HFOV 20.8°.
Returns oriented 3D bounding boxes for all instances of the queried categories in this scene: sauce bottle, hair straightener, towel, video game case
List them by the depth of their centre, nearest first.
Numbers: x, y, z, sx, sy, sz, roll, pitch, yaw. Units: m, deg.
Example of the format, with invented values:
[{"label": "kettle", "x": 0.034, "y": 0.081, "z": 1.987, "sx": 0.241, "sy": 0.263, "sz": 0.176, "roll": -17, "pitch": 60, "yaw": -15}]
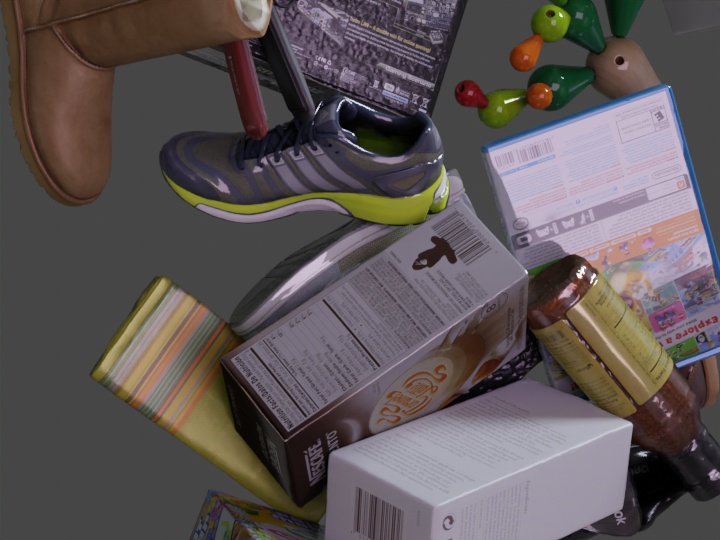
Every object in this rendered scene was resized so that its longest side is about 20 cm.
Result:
[{"label": "hair straightener", "x": -0.065, "y": -0.191, "z": 1.274, "sx": 0.077, "sy": 0.041, "sz": 0.201, "roll": -18, "pitch": 93, "yaw": -21}, {"label": "towel", "x": -0.088, "y": 0.094, "z": 1.369, "sx": 0.200, "sy": 0.018, "sz": 0.086, "roll": 38, "pitch": 81, "yaw": -18}, {"label": "sauce bottle", "x": 0.191, "y": 0.080, "z": 1.379, "sx": 0.066, "sy": 0.066, "sz": 0.200, "roll": -43, "pitch": 106, "yaw": -16}, {"label": "video game case", "x": 0.180, "y": -0.016, "z": 1.402, "sx": 0.143, "sy": 0.018, "sz": 0.201, "roll": -19, "pitch": 103, "yaw": -7}]

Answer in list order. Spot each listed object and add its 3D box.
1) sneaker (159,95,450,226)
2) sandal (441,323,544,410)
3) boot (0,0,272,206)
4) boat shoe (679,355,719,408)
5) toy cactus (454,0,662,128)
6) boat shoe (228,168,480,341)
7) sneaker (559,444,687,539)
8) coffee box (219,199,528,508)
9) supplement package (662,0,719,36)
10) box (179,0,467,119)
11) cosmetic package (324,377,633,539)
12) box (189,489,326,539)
[{"label": "sneaker", "x": -0.037, "y": -0.083, "z": 1.327, "sx": 0.199, "sy": 0.081, "sz": 0.074, "roll": 0, "pitch": 48, "yaw": -3}, {"label": "sandal", "x": 0.102, "y": 0.048, "z": 1.431, "sx": 0.075, "sy": 0.048, "sz": 0.200, "roll": 44, "pitch": 88, "yaw": -17}, {"label": "boot", "x": -0.139, "y": -0.139, "z": 1.245, "sx": 0.066, "sy": 0.200, "sz": 0.176, "roll": -21, "pitch": 99, "yaw": -51}, {"label": "boat shoe", "x": 0.213, "y": 0.019, "z": 1.455, "sx": 0.070, "sy": 0.070, "sz": 0.201, "roll": -18, "pitch": 97, "yaw": -24}, {"label": "toy cactus", "x": 0.160, "y": -0.169, "z": 1.436, "sx": 0.165, "sy": 0.102, "sz": 0.200, "roll": 41, "pitch": 73, "yaw": -36}, {"label": "boat shoe", "x": 0.000, "y": 0.000, "z": 1.372, "sx": 0.202, "sy": 0.074, "sz": 0.065, "roll": -33, "pitch": 98, "yaw": -25}, {"label": "sneaker", "x": 0.160, "y": 0.169, "z": 1.426, "sx": 0.200, "sy": 0.090, "sz": 0.067, "roll": -20, "pitch": 97, "yaw": -20}, {"label": "coffee box", "x": 0.012, "y": 0.057, "z": 1.323, "sx": 0.200, "sy": 0.114, "sz": 0.080, "roll": -34, "pitch": 63, "yaw": -14}, {"label": "supplement package", "x": 0.276, "y": -0.292, "z": 1.451, "sx": 0.121, "sy": 0.120, "sz": 0.200, "roll": -25, "pitch": 100, "yaw": -20}, {"label": "box", "x": -0.031, "y": -0.205, "z": 1.349, "sx": 0.200, "sy": 0.086, "sz": 0.164, "roll": 19, "pitch": 84, "yaw": -21}, {"label": "cosmetic package", "x": 0.081, "y": 0.143, "z": 1.325, "sx": 0.200, "sy": 0.101, "sz": 0.071, "roll": -17, "pitch": 119, "yaw": -41}, {"label": "box", "x": -0.010, "y": 0.252, "z": 1.298, "sx": 0.200, "sy": 0.193, "sz": 0.122, "roll": 20, "pitch": 93, "yaw": -20}]
